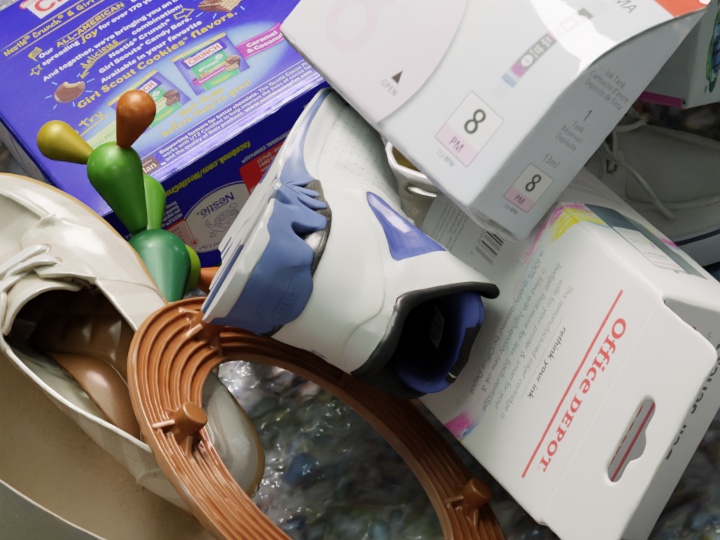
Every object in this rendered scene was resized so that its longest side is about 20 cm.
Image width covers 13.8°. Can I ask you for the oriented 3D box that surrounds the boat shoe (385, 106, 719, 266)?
[{"bbox_3d":[0.104,-0.053,1.416,0.201,0.086,0.075,1,45,24],"label":"boat shoe"}]

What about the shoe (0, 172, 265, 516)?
[{"bbox_3d":[-0.116,0.025,1.287,0.070,0.053,0.200,-47,68,4],"label":"shoe"}]

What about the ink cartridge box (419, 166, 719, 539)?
[{"bbox_3d":[0.096,0.037,1.295,0.200,0.067,0.118,46,115,47],"label":"ink cartridge box"}]

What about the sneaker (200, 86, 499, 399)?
[{"bbox_3d":[0.000,0.000,1.306,0.081,0.115,0.200,-55,7,21],"label":"sneaker"}]

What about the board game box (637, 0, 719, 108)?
[{"bbox_3d":[0.150,-0.129,1.423,0.147,0.065,0.199,15,19,35],"label":"board game box"}]

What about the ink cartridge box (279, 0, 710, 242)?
[{"bbox_3d":[0.076,-0.135,1.308,0.200,0.057,0.163,-54,47,9],"label":"ink cartridge box"}]

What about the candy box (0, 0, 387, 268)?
[{"bbox_3d":[-0.099,-0.092,1.552,0.168,0.077,0.200,-31,43,-10],"label":"candy box"}]

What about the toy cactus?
[{"bbox_3d":[-0.084,0.008,1.380,0.102,0.199,0.166,-47,35,28],"label":"toy cactus"}]

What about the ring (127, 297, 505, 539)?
[{"bbox_3d":[-0.012,0.081,1.255,0.019,0.200,0.201,-48,33,25],"label":"ring"}]

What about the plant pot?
[{"bbox_3d":[-0.171,0.113,1.298,0.135,0.200,0.200,-54,39,15],"label":"plant pot"}]
